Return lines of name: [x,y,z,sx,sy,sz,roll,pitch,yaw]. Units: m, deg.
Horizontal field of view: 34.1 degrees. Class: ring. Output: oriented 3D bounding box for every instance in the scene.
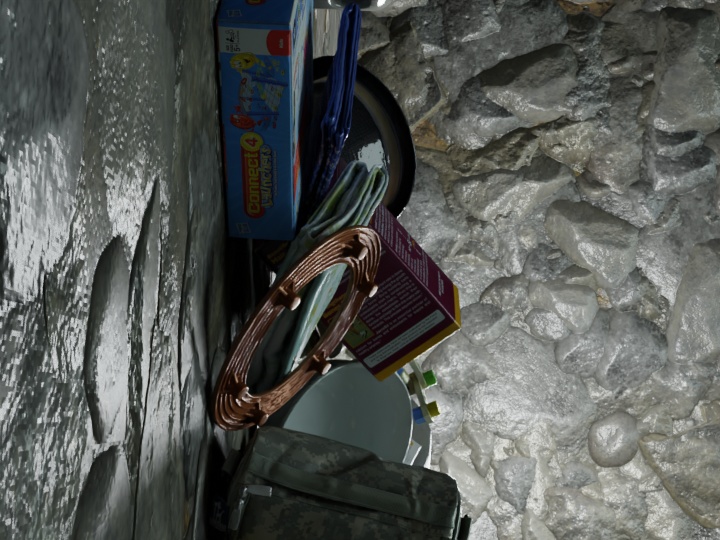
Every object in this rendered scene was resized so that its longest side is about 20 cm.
ring: [-0.045,0.051,0.942,0.200,0.019,0.201,-45,159,-23]

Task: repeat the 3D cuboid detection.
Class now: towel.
towel: [-0.035,-0.124,1.047,0.200,0.024,0.145,115,-16,-57]
towel: [-0.044,0.013,1.044,0.200,0.048,0.171,-63,177,35]

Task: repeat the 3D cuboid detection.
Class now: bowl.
bowl: [-0.044,0.178,1.284,0.090,0.200,0.202,25,-60,46]

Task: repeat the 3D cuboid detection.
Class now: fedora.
fedora: [-0.036,-0.127,1.270,0.091,0.200,0.202,-28,128,-49]

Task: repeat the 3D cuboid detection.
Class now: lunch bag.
lunch bag: [-0.019,0.207,0.970,0.168,0.199,0.140,105,0,-60]

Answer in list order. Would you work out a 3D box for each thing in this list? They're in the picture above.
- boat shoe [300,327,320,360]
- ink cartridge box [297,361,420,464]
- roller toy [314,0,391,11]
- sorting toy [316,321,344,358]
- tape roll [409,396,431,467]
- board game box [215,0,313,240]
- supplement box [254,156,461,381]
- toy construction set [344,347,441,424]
boat shoe: [-0.082,0.073,1.360,0.201,0.063,0.073,-142,-150,-84]
ink cartridge box: [-0.022,0.178,1.406,0.037,0.200,0.095,-52,177,21]
roller toy: [-0.020,-0.349,1.148,0.200,0.139,0.183,-86,179,-67]
sorting toy: [-0.051,0.005,1.346,0.200,0.036,0.186,120,-51,-88]
tape roll: [-0.009,0.231,1.502,0.201,0.199,0.066,-86,177,-48]
board game box: [-0.074,-0.162,0.969,0.200,0.056,0.196,-86,178,-51]
supplement box: [0.000,0.000,1.198,0.200,0.110,0.086,48,20,-21]
toy construction set: [0.032,0.090,1.404,0.131,0.092,0.200,63,-5,-26]
